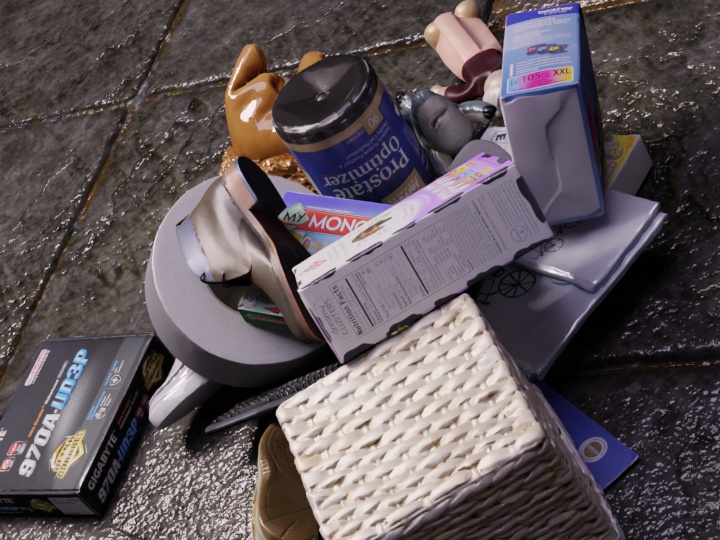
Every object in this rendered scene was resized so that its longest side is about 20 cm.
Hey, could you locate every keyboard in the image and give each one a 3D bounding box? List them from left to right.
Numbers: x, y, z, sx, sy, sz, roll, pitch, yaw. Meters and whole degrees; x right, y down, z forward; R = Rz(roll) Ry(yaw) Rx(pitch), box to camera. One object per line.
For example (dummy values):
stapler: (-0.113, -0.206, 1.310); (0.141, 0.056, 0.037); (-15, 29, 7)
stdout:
keyboard: (-0.048, 0.105, 1.623); (0.200, 0.021, 0.127); (-23, 0, 45)

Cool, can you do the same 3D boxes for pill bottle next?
pill bottle: (0.005, -0.105, 1.716); (0.111, 0.200, 0.112); (-21, 40, 18)

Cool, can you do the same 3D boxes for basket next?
basket: (0.068, 0.161, 1.363); (0.199, 0.161, 0.199); (-30, 40, 4)

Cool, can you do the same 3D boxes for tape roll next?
tape roll: (-0.105, 0.008, 1.692); (0.201, 0.200, 0.066); (-56, -2, -25)

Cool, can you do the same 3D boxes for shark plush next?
shark plush: (0.073, -0.165, 1.803); (0.091, 0.083, 0.200); (-54, 13, 12)

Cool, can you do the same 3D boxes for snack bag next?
snack bag: (0.150, -0.005, 1.580); (0.188, 0.021, 0.200); (23, 67, 46)

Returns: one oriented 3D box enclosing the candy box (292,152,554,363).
candy box: (0.046, -0.014, 1.450); (0.199, 0.072, 0.168); (-31, 8, 0)

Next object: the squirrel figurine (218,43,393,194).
squirrel figurine: (-0.052, -0.128, 1.867); (0.186, 0.142, 0.201); (17, 74, 34)

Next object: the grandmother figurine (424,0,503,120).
grandmother figurine: (0.127, -0.216, 1.862); (0.121, 0.061, 0.200); (-41, 35, 6)

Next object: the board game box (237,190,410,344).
board game box: (0.000, 0.000, 1.616); (0.199, 0.029, 0.135); (8, 62, 24)

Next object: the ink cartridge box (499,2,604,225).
ink cartridge box: (0.176, -0.152, 1.598); (0.076, 0.137, 0.200); (-9, 31, 11)

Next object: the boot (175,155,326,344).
boot: (-0.097, 0.002, 1.602); (0.097, 0.075, 0.201); (-37, 60, 21)

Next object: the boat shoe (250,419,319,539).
boat shoe: (-0.065, 0.199, 1.548); (0.074, 0.067, 0.200); (16, 27, 0)

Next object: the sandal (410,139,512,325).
sandal: (0.095, -0.034, 1.561); (0.076, 0.043, 0.201); (9, 61, 18)

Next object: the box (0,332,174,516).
box: (-0.295, 0.156, 1.790); (0.158, 0.046, 0.201); (-4, 48, 34)

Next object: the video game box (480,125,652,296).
video game box: (0.157, -0.050, 1.672); (0.182, 0.047, 0.200); (7, 54, 43)

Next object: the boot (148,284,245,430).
boot: (-0.157, 0.061, 1.736); (0.096, 0.074, 0.200); (43, 69, 9)

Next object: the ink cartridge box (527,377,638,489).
ink cartridge box: (0.101, 0.169, 1.488); (0.200, 0.043, 0.196); (-43, 38, -8)
